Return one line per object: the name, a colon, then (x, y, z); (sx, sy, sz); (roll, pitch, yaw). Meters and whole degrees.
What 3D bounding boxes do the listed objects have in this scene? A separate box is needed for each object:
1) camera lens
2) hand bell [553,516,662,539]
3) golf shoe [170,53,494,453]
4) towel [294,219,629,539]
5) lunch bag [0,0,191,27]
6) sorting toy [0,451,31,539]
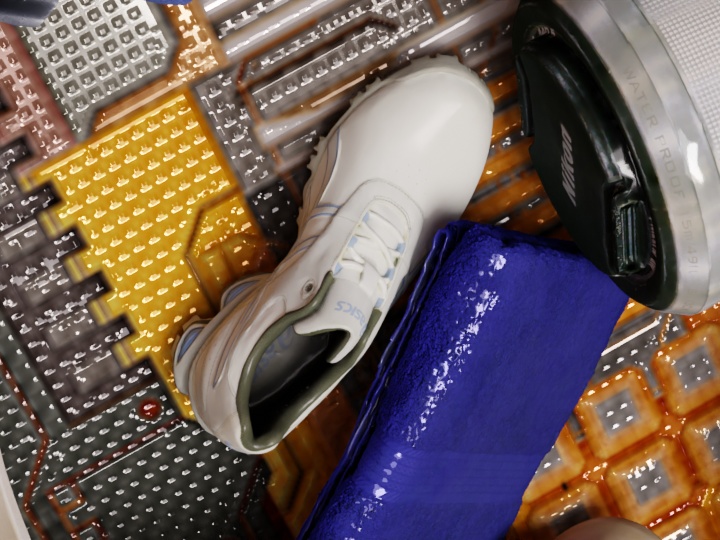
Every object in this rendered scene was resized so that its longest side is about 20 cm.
camera lens: (0.175, -0.085, 0.941); (0.199, 0.160, 0.161); (-24, 114, -9)
hand bell: (0.052, 0.151, 0.990); (0.199, 0.104, 0.105); (17, 106, -45)
golf shoe: (0.000, 0.000, 0.963); (0.078, 0.097, 0.201); (33, 97, -22)
towel: (0.042, 0.071, 1.004); (0.147, 0.049, 0.201); (8, 112, -58)
lunch bag: (-0.125, -0.166, 0.809); (0.135, 0.200, 0.133); (2, 112, -22)
sorting toy: (-0.233, 0.095, 0.937); (0.198, 0.107, 0.182); (2, 102, -17)
